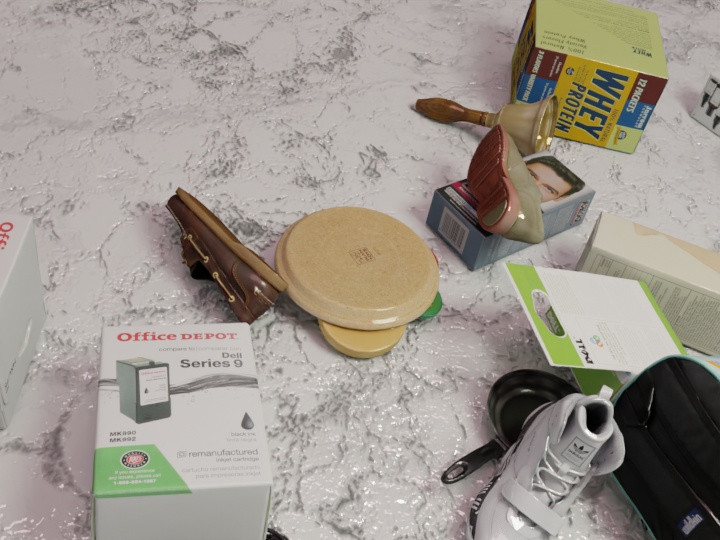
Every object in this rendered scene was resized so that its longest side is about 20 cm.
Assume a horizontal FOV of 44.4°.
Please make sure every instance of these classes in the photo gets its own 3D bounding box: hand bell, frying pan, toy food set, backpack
[{"bbox_3d":[0.171,-0.219,1.261,0.199,0.105,0.104,17,43,21],"label":"hand bell"},{"bbox_3d":[0.166,0.175,0.885,0.114,0.031,0.190,28,49,13],"label":"frying pan"},{"bbox_3d":[0.000,0.000,1.012,0.200,0.049,0.198,37,49,23],"label":"toy food set"},{"bbox_3d":[0.334,0.178,0.821,0.152,0.176,0.200,-5,45,-40],"label":"backpack"}]

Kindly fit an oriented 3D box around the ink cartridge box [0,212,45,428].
[{"bbox_3d":[-0.411,0.037,0.809,0.198,0.147,0.147,7,44,-7],"label":"ink cartridge box"}]

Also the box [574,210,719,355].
[{"bbox_3d":[0.359,0.017,1.046,0.199,0.095,0.078,23,44,9],"label":"box"}]

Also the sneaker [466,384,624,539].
[{"bbox_3d":[0.167,0.188,0.791,0.075,0.115,0.200,34,59,2],"label":"sneaker"}]

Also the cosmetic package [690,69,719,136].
[{"bbox_3d":[0.610,-0.221,1.352,0.050,0.083,0.200,-24,54,-29],"label":"cosmetic package"}]

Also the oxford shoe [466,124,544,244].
[{"bbox_3d":[0.179,-0.102,1.070,0.073,0.071,0.201,27,40,-21],"label":"oxford shoe"}]

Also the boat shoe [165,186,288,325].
[{"bbox_3d":[-0.165,-0.018,0.979,0.070,0.070,0.200,-48,55,1],"label":"boat shoe"}]

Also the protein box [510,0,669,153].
[{"bbox_3d":[0.339,-0.308,1.337,0.197,0.136,0.201,13,43,0],"label":"protein box"}]

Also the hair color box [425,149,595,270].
[{"bbox_3d":[0.193,-0.081,1.129,0.199,0.061,0.099,-22,54,-31],"label":"hair color box"}]

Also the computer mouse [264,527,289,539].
[{"bbox_3d":[-0.106,0.296,0.691,0.199,0.046,0.140,-18,43,-41],"label":"computer mouse"}]

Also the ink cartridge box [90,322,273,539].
[{"bbox_3d":[-0.163,0.141,0.789,0.145,0.085,0.201,0,38,-15],"label":"ink cartridge box"}]

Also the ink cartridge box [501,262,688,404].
[{"bbox_3d":[0.239,0.075,0.938,0.198,0.076,0.148,8,42,-25],"label":"ink cartridge box"}]
